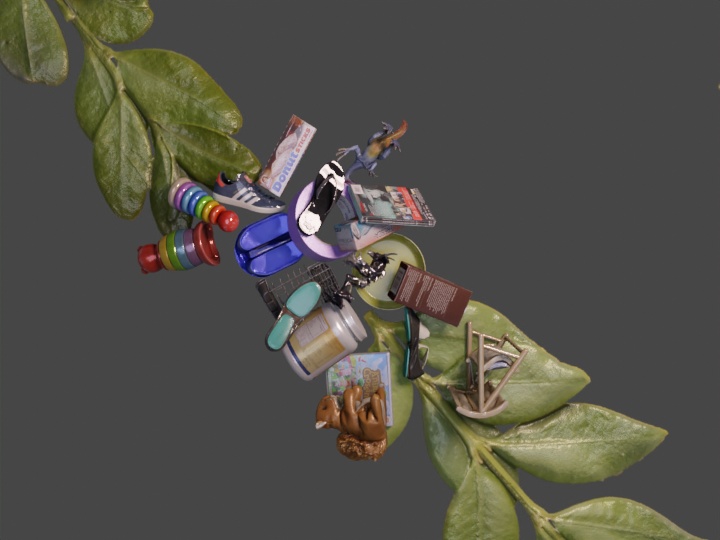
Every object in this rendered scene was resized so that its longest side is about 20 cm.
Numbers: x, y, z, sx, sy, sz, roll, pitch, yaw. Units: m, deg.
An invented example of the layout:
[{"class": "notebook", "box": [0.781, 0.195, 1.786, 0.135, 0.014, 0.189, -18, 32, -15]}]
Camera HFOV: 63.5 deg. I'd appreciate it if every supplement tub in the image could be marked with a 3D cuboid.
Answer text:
[{"class": "supplement tub", "box": [-0.095, 0.175, 1.508, 0.198, 0.144, 0.146, -34, 93, 3]}]

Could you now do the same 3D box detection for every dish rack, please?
[{"class": "dish rack", "box": [-0.155, 0.054, 1.513, 0.197, 0.055, 0.155, -27, 135, -4]}]

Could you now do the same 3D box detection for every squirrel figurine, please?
[{"class": "squirrel figurine", "box": [-0.025, 0.405, 1.513, 0.182, 0.141, 0.206, -6, 93, 8]}]

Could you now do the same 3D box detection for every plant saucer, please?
[{"class": "plant saucer", "box": [0.075, 0.001, 1.547, 0.194, 0.031, 0.206, 0, 96, 1]}]

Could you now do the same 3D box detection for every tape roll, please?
[{"class": "tape roll", "box": [-0.085, -0.127, 1.477, 0.196, 0.065, 0.206, 4, 82, -28]}]

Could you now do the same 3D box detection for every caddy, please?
[{"class": "caddy", "box": [-0.229, -0.067, 1.509, 0.197, 0.105, 0.144, -25, 98, -13]}]

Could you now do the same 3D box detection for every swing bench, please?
[{"class": "swing bench", "box": [0.314, 0.257, 1.479, 0.127, 0.199, 0.205, 17, 96, 0]}]

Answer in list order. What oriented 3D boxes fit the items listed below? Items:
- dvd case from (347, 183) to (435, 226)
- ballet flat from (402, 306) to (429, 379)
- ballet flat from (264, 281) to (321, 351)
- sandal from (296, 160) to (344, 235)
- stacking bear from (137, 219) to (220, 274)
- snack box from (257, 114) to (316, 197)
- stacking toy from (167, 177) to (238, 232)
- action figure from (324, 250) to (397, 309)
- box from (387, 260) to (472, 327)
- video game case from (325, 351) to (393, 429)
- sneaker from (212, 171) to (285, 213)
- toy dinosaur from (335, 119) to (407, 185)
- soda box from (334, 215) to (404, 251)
[{"class": "dvd case", "box": [0.076, -0.164, 1.455, 0.195, 0.147, 0.022, 2, 130, -21]}, {"class": "ballet flat", "box": [0.147, 0.190, 1.549, 0.067, 0.068, 0.205, -2, 105, -8]}, {"class": "ballet flat", "box": [-0.172, 0.111, 1.448, 0.068, 0.068, 0.201, 39, 78, -3]}, {"class": "sandal", "box": [-0.087, -0.176, 1.421, 0.075, 0.043, 0.204, 29, 71, -21]}, {"class": "stacking bear", "box": [-0.486, -0.048, 1.521, 0.195, 0.114, 0.125, -14, 94, 7]}, {"class": "snack box", "box": [-0.193, -0.300, 1.530, 0.071, 0.024, 0.203, 29, 95, -1]}, {"class": "stacking toy", "box": [-0.394, -0.159, 1.494, 0.197, 0.085, 0.087, 29, 95, 14]}, {"class": "action figure", "box": [0.000, 0.000, 1.460, 0.199, 0.119, 0.102, -41, 86, -23]}, {"class": "box", "box": [0.179, 0.060, 1.504, 0.196, 0.075, 0.102, 23, 95, -16]}, {"class": "video game case", "box": [-0.003, 0.326, 1.580, 0.177, 0.022, 0.206, -3, 95, 1]}, {"class": "sneaker", "box": [-0.286, -0.207, 1.511, 0.195, 0.075, 0.087, 12, 107, 0]}, {"class": "toy dinosaur", "box": [0.031, -0.285, 1.505, 0.181, 0.198, 0.106, -39, 81, 42]}, {"class": "soda box", "box": [0.026, -0.111, 1.459, 0.063, 0.198, 0.070, -3, 108, 43]}]
